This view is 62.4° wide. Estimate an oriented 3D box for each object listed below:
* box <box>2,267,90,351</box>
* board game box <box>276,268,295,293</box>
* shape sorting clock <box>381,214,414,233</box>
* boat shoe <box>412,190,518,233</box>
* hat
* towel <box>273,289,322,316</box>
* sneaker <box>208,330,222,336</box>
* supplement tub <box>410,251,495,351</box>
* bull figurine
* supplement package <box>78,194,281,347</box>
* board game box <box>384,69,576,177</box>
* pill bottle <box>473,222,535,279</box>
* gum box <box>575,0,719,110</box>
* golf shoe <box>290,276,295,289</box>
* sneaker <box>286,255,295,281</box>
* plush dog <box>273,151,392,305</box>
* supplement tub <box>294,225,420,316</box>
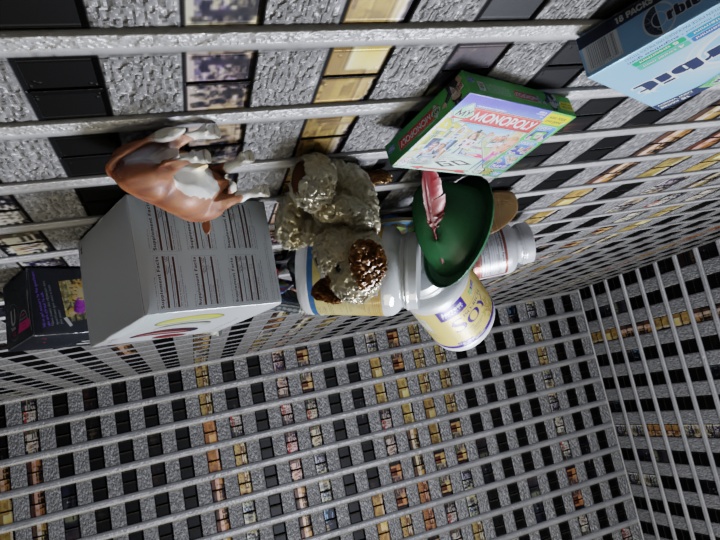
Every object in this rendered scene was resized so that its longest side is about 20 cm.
[{"bbox_3d":[-0.460,0.063,0.977,0.120,0.109,0.197,-22,165,40],"label":"box"},{"bbox_3d":[-0.205,0.007,1.110,0.153,0.040,0.200,4,-172,4],"label":"board game box"},{"bbox_3d":[0.043,-0.058,1.118,0.194,0.040,0.200,-13,169,-2],"label":"shape sorting clock"},{"bbox_3d":[0.182,-0.092,1.051,0.196,0.074,0.072,-26,-159,-7],"label":"boat shoe"},{"bbox_3d":[0.081,-0.093,0.857,0.172,0.167,0.203,18,114,-25],"label":"hat"},{"bbox_3d":[-0.177,0.049,1.175,0.187,0.036,0.199,10,-178,-18],"label":"towel"},{"bbox_3d":[-0.301,0.061,1.083,0.091,0.072,0.200,10,-165,-25],"label":"sneaker"},{"bbox_3d":[0.159,0.044,1.131,0.142,0.149,0.200,-17,137,27],"label":"supplement tub"},{"bbox_3d":[-0.174,-0.094,0.632,0.118,0.067,0.199,-20,170,16],"label":"bull figurine"},{"bbox_3d":[-0.248,0.004,0.809,0.196,0.152,0.189,-3,166,-44],"label":"supplement package"},{"bbox_3d":[0.141,-0.161,0.690,0.196,0.030,0.134,-3,158,-39],"label":"board game box"},{"bbox_3d":[0.262,-0.040,1.255,0.194,0.116,0.112,-12,169,-2],"label":"pill bottle"},{"bbox_3d":[0.333,-0.228,0.577,0.196,0.046,0.168,-3,165,-45],"label":"gum box"},{"bbox_3d":[-0.050,0.009,1.264,0.194,0.080,0.088,-11,178,-1],"label":"golf shoe"},{"bbox_3d":[-0.049,0.005,1.135,0.193,0.078,0.079,4,168,8],"label":"sneaker"},{"bbox_3d":[-0.018,-0.042,0.766,0.156,0.177,0.200,-8,168,-21],"label":"plush dog"},{"bbox_3d":[0.000,0.000,0.982,0.193,0.150,0.145,0,171,9],"label":"supplement tub"}]
